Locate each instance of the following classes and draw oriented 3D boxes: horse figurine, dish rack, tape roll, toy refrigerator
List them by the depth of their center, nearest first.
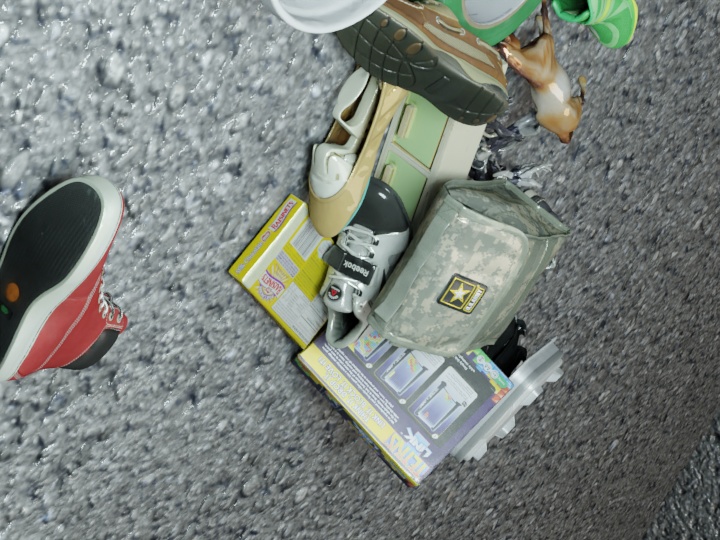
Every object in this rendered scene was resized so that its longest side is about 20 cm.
[{"bbox_3d":[0.132,-0.311,1.309,0.200,0.048,0.201,-38,150,-26],"label":"tape roll"},{"bbox_3d":[0.075,-0.140,1.402,0.070,0.076,0.201,-23,143,-43],"label":"toy refrigerator"},{"bbox_3d":[0.205,-0.209,1.472,0.133,0.050,0.201,-73,146,-42],"label":"horse figurine"},{"bbox_3d":[0.187,0.167,1.691,0.172,0.044,0.200,-49,169,19],"label":"dish rack"}]

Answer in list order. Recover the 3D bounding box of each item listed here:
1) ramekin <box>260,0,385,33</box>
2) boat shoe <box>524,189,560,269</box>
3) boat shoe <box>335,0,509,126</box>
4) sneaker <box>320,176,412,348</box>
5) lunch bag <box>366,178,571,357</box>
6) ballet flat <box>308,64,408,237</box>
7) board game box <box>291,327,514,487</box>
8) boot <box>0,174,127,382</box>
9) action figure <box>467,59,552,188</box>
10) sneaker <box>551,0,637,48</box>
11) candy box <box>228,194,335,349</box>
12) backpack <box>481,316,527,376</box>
[{"bbox_3d":[-0.032,-0.290,1.013,0.200,0.105,0.201,-38,151,-26],"label":"ramekin"},{"bbox_3d":[0.227,-0.021,1.804,0.073,0.063,0.201,-38,151,-25],"label":"boat shoe"},{"bbox_3d":[0.057,-0.208,1.246,0.199,0.075,0.074,31,54,-33],"label":"boat shoe"},{"bbox_3d":[0.000,0.000,1.404,0.088,0.074,0.201,-42,147,-44],"label":"sneaker"},{"bbox_3d":[0.105,-0.002,1.391,0.200,0.117,0.165,-7,133,-59],"label":"lunch bag"},{"bbox_3d":[-0.014,-0.129,1.300,0.063,0.069,0.201,13,105,-48],"label":"ballet flat"},{"bbox_3d":[0.049,0.118,1.543,0.165,0.200,0.057,-43,180,-14],"label":"board game box"},{"bbox_3d":[-0.226,0.006,1.117,0.200,0.072,0.144,-53,155,21],"label":"boot"},{"bbox_3d":[0.162,-0.131,1.507,0.101,0.119,0.200,-13,142,5],"label":"action figure"},{"bbox_3d":[0.242,-0.299,1.472,0.084,0.074,0.200,-56,145,-8],"label":"sneaker"},{"bbox_3d":[-0.065,0.005,1.412,0.102,0.026,0.200,-50,153,-8],"label":"candy box"},{"bbox_3d":[0.095,0.125,1.674,0.200,0.150,0.178,-52,159,-20],"label":"backpack"}]
